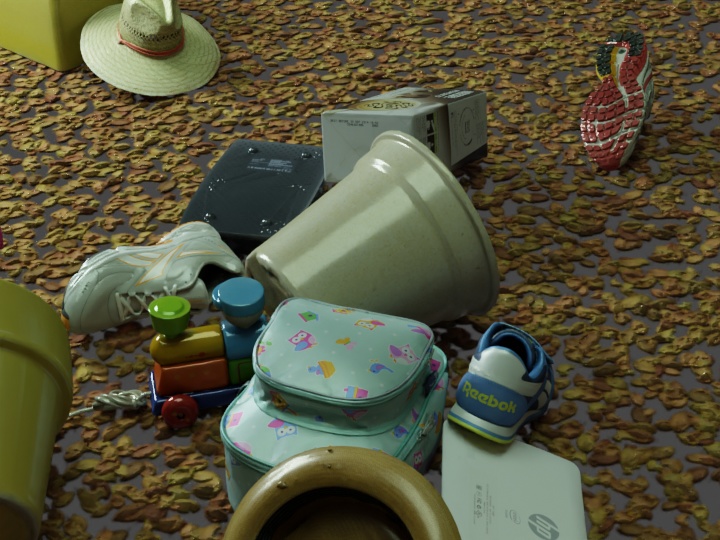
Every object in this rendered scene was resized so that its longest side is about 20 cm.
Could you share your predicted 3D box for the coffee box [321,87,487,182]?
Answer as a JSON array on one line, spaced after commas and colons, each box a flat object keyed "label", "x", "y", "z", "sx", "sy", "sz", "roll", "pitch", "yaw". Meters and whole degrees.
[{"label": "coffee box", "x": 0.054, "y": -0.151, "z": 1.601, "sx": 0.112, "sy": 0.081, "sz": 0.200, "roll": 5, "pitch": 16, "yaw": 28}]

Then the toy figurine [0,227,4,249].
[{"label": "toy figurine", "x": -0.400, "y": 0.014, "z": 1.351, "sx": 0.199, "sy": 0.185, "sz": 0.150, "roll": -28, "pitch": 41, "yaw": -32}]

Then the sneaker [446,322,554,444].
[{"label": "sneaker", "x": 0.136, "y": 0.086, "z": 1.262, "sx": 0.073, "sy": 0.083, "sz": 0.200, "roll": 19, "pitch": 16, "yaw": 11}]

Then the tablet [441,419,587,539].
[{"label": "tablet", "x": 0.124, "y": 0.202, "z": 1.143, "sx": 0.129, "sy": 0.014, "sz": 0.201, "roll": 20, "pitch": 33, "yaw": -10}]

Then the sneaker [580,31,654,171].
[{"label": "sneaker", "x": 0.317, "y": -0.192, "z": 1.707, "sx": 0.077, "sy": 0.082, "sz": 0.201, "roll": -5, "pitch": 47, "yaw": 31}]

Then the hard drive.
[{"label": "hard drive", "x": -0.111, "y": -0.080, "z": 1.599, "sx": 0.134, "sy": 0.043, "sz": 0.200, "roll": 6, "pitch": 35, "yaw": 13}]

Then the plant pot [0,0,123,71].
[{"label": "plant pot", "x": -0.413, "y": -0.417, "z": 2.005, "sx": 0.199, "sy": 0.178, "sz": 0.199, "roll": 25, "pitch": 43, "yaw": 34}]

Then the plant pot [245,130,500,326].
[{"label": "plant pot", "x": 0.000, "y": 0.000, "z": 1.363, "sx": 0.183, "sy": 0.202, "sz": 0.200, "roll": -32, "pitch": 42, "yaw": -20}]

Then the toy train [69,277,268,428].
[{"label": "toy train", "x": -0.174, "y": 0.075, "z": 1.304, "sx": 0.198, "sy": 0.117, "sz": 0.085, "roll": -8, "pitch": 33, "yaw": -9}]

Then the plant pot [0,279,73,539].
[{"label": "plant pot", "x": -0.332, "y": 0.137, "z": 1.170, "sx": 0.199, "sy": 0.202, "sz": 0.190, "roll": -8, "pitch": 49, "yaw": -7}]

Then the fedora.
[{"label": "fedora", "x": -0.008, "y": 0.229, "z": 1.062, "sx": 0.199, "sy": 0.082, "sz": 0.202, "roll": -10, "pitch": 64, "yaw": 20}]

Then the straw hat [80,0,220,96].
[{"label": "straw hat", "x": -0.275, "y": -0.326, "z": 1.891, "sx": 0.199, "sy": 0.086, "sz": 0.202, "roll": 8, "pitch": 44, "yaw": -8}]

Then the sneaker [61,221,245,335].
[{"label": "sneaker", "x": -0.202, "y": 0.017, "z": 1.437, "sx": 0.199, "sy": 0.076, "sz": 0.092, "roll": -28, "pitch": 45, "yaw": -31}]

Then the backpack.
[{"label": "backpack", "x": -0.024, "y": 0.126, "z": 1.191, "sx": 0.174, "sy": 0.154, "sz": 0.201, "roll": 13, "pitch": 43, "yaw": 13}]
